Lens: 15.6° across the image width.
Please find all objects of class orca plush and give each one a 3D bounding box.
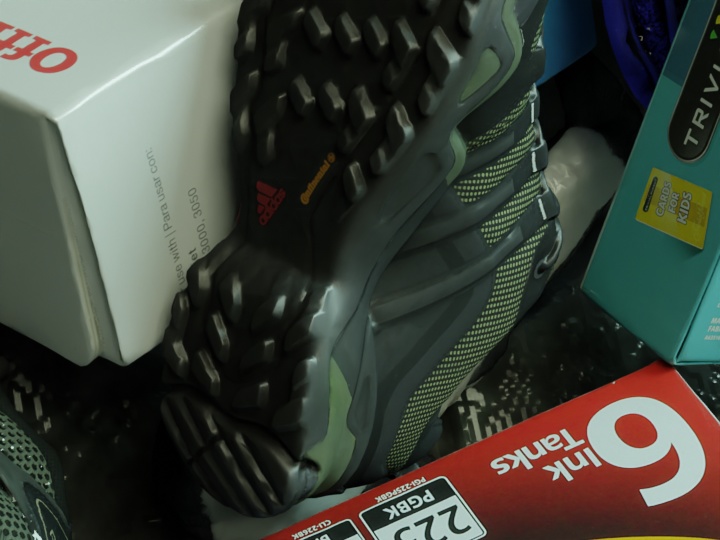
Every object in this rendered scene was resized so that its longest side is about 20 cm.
[{"bbox_3d":[0.000,0.000,0.796,0.071,0.105,0.200,26,70,37],"label":"orca plush"}]

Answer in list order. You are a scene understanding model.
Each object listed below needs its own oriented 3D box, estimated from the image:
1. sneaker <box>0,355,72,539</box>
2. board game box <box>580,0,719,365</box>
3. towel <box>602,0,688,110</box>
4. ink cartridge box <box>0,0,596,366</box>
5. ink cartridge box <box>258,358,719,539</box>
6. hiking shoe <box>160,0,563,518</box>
[{"bbox_3d":[-0.166,0.051,0.707,0.199,0.076,0.114,14,15,15],"label":"sneaker"},{"bbox_3d":[0.161,-0.070,0.736,0.151,0.200,0.047,2,26,-38],"label":"board game box"},{"bbox_3d":[0.085,-0.135,0.819,0.049,0.148,0.200,-6,18,6],"label":"towel"},{"bbox_3d":[-0.051,-0.072,0.767,0.144,0.085,0.200,22,47,40],"label":"ink cartridge box"},{"bbox_3d":[0.038,0.138,0.661,0.200,0.084,0.176,-23,45,-14],"label":"ink cartridge box"},{"bbox_3d":[0.015,-0.032,0.700,0.076,0.200,0.101,32,18,32],"label":"hiking shoe"}]
